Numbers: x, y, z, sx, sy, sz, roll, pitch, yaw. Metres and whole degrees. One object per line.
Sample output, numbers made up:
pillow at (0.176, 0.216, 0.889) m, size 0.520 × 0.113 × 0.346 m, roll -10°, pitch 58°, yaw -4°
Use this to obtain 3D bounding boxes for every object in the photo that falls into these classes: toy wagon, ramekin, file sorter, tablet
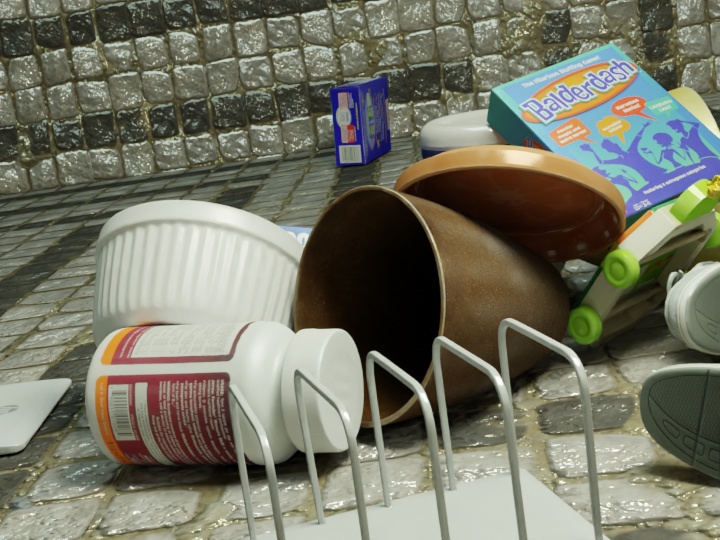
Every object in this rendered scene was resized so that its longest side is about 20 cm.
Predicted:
toy wagon at (0.260, -0.014, 1.066) m, size 0.154 × 0.201 × 0.040 m, roll -20°, pitch 57°, yaw -40°
ramekin at (-0.142, 0.036, 1.078) m, size 0.197 × 0.106 × 0.201 m, roll 5°, pitch -29°, yaw 3°
file sorter at (0.027, 0.117, 0.726) m, size 0.197 × 0.126 × 0.139 m, roll -12°, pitch 12°, yaw -14°
tablet at (-0.356, 0.140, 1.154) m, size 0.128 × 0.014 × 0.200 m, roll -8°, pitch 13°, yaw 1°

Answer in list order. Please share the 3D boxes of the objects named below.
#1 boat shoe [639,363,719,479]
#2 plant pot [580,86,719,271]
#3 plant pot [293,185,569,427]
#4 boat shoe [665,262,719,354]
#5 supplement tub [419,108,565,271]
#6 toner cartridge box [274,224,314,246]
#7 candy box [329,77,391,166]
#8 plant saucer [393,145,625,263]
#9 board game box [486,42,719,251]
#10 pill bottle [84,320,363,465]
boat shoe at (0.280, 0.096, 0.780) m, size 0.199 × 0.076 × 0.065 m, roll 3°, pitch 10°, yaw 29°
plant pot at (0.284, -0.075, 1.261) m, size 0.140 × 0.203 × 0.200 m, roll -12°, pitch 12°, yaw -2°
plant pot at (0.076, 0.032, 1.023) m, size 0.198 × 0.190 × 0.186 m, roll 3°, pitch 2°, yaw -40°
boat shoe at (0.304, 0.027, 1.046) m, size 0.064 × 0.076 × 0.201 m, roll -7°, pitch 7°, yaw 37°
supplement tub at (0.141, -0.061, 1.276) m, size 0.142 × 0.203 × 0.145 m, roll -8°, pitch 14°, yaw 2°
toner cartridge box at (0.000, 0.000, 1.160) m, size 0.197 × 0.044 × 0.095 m, roll 5°, pitch -20°, yaw -3°
candy box at (0.003, -0.331, 2.695) m, size 0.076 × 0.172 × 0.200 m, roll 0°, pitch 13°, yaw 20°
plant saucer at (0.125, -0.057, 1.037) m, size 0.197 × 0.033 × 0.201 m, roll 6°, pitch -21°, yaw 2°
board game box at (0.235, -0.121, 1.145) m, size 0.151 × 0.045 × 0.201 m, roll -23°, pitch 52°, yaw -21°
pill bottle at (-0.104, 0.096, 0.949) m, size 0.197 × 0.111 × 0.109 m, roll -3°, pitch 13°, yaw 22°
